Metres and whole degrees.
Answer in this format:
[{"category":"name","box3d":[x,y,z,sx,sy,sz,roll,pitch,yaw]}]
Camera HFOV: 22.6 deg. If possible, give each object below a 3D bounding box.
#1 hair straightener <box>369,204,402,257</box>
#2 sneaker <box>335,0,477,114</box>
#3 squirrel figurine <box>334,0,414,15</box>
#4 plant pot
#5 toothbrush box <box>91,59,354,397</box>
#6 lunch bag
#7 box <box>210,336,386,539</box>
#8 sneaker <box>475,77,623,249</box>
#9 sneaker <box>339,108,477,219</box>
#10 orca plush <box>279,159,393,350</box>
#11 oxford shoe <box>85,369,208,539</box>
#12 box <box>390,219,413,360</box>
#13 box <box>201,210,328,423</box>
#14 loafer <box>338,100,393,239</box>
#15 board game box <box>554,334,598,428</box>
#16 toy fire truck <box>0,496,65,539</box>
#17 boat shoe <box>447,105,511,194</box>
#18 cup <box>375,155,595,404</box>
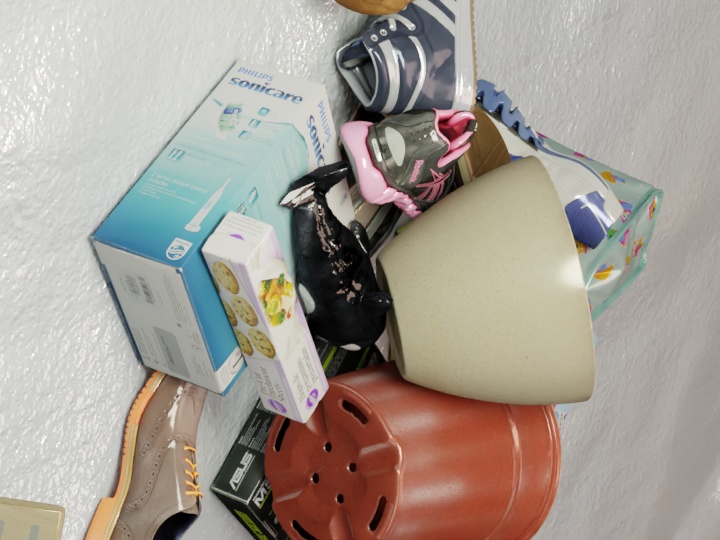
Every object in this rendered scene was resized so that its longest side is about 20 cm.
[{"category":"hair straightener","box3d":[0.031,-0.077,1.578,0.201,0.041,0.077,-56,-177,-26]},{"category":"sneaker","box3d":[0.034,-0.222,1.495,0.107,0.070,0.203,-1,80,-24]},{"category":"squirrel figurine","box3d":[0.014,-0.301,1.378,0.188,0.141,0.200,-56,136,-7]},{"category":"plant pot","box3d":[0.034,0.159,1.518,0.194,0.200,0.203,-4,110,-50]},{"category":"toothbrush box","box3d":[-0.096,-0.034,1.347,0.201,0.085,0.147,-54,149,-30]},{"category":"lunch bag","box3d":[0.181,-0.027,1.776,0.200,0.169,0.123,-45,152,-43]},{"category":"box","box3d":[-0.039,0.154,1.612,0.201,0.047,0.194,-61,149,-19]},{"category":"sneaker","box3d":[0.137,-0.076,1.679,0.115,0.199,0.081,-43,169,-22]},{"category":"sneaker","box3d":[0.056,-0.094,1.428,0.080,0.095,0.200,66,16,5]},{"category":"orca plush","box3d":[0.000,0.000,1.382,0.105,0.070,0.202,-49,148,-39]},{"category":"oxford shoe","box3d":[-0.144,0.154,1.383,0.071,0.072,0.202,24,84,-62]},{"category":"box","box3d":[0.070,0.052,1.725,0.050,0.075,0.202,-34,136,-47]},{"category":"box","box3d":[-0.067,0.037,1.308,0.039,0.041,0.201,-55,151,-27]},{"category":"loafer","box3d":[0.017,-0.115,1.533,0.063,0.071,0.202,40,73,-53]},{"category":"board game box","box3d":[0.158,0.130,1.901,0.202,0.102,0.105,-65,152,-13]},{"category":"toy fire truck","box3d":[-0.278,0.163,0.999,0.128,0.198,0.178,-31,132,-51]},{"category":"boat shoe","box3d":[0.097,-0.058,1.595,0.073,0.071,0.201,-62,143,-37]},{"category":"cup","box3d":[0.091,0.021,1.442,0.200,0.141,0.203,168,-90,-85]}]
